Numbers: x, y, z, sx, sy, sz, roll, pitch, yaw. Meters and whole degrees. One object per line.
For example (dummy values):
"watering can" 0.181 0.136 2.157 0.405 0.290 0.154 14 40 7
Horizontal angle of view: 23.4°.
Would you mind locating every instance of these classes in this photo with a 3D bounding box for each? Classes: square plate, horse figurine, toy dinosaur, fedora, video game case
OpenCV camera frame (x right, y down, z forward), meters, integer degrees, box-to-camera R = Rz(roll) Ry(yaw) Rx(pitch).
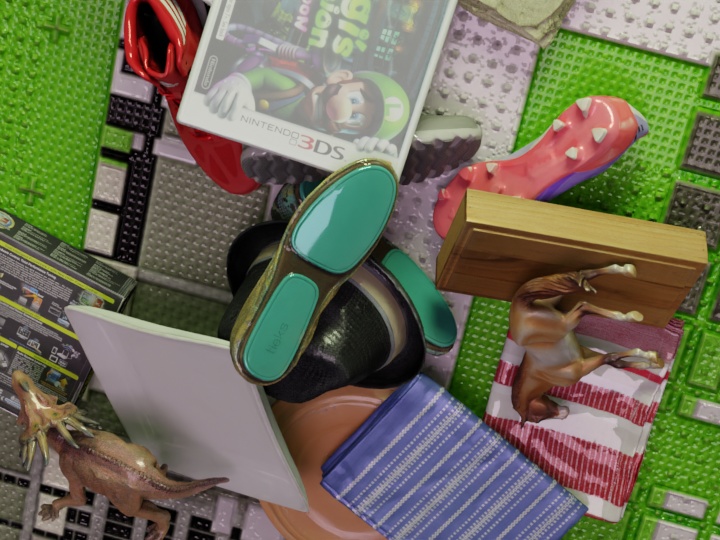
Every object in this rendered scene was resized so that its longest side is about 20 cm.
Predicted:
"square plate" -0.144 0.113 1.499 0.199 0.028 0.199 12 139 34
"horse figurine" 0.171 0.053 1.419 0.132 0.050 0.200 -8 142 16
"toy dinosaur" -0.220 0.167 1.505 0.199 0.086 0.136 15 149 12
"fedora" -0.047 0.053 1.443 0.200 0.092 0.201 25 142 21
"video game case" -0.028 -0.183 1.351 0.181 0.023 0.201 18 95 -5

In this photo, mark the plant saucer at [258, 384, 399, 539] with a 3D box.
"plant saucer" -0.001 0.184 1.563 0.199 0.032 0.201 3 112 8

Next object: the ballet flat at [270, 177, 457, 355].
"ballet flat" 0.000 0.000 1.481 0.074 0.074 0.200 -38 99 20

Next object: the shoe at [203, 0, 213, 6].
"shoe" -0.101 -0.255 1.387 0.200 0.071 0.091 35 98 -17

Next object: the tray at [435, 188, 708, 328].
"tray" 0.169 -0.007 1.410 0.199 0.037 0.099 10 144 -8

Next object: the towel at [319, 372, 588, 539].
"towel" 0.079 0.194 1.529 0.200 0.024 0.145 39 109 -8

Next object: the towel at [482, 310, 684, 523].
"towel" 0.184 0.115 1.503 0.143 0.023 0.201 15 109 3

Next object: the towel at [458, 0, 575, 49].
"towel" 0.130 -0.288 1.354 0.148 0.037 0.200 29 114 -2

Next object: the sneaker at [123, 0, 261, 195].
"sneaker" -0.144 -0.140 1.415 0.078 0.116 0.200 -23 104 18

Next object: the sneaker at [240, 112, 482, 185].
"sneaker" 0.001 -0.121 1.421 0.199 0.082 0.075 0 155 -8

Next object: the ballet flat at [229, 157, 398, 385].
"ballet flat" -0.042 -0.004 1.358 0.071 0.071 0.200 31 90 -3

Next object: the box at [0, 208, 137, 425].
"box" -0.322 0.034 1.552 0.199 0.044 0.161 27 112 -2

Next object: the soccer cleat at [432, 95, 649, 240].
"soccer cleat" 0.146 -0.077 1.423 0.200 0.076 0.067 -36 64 33
